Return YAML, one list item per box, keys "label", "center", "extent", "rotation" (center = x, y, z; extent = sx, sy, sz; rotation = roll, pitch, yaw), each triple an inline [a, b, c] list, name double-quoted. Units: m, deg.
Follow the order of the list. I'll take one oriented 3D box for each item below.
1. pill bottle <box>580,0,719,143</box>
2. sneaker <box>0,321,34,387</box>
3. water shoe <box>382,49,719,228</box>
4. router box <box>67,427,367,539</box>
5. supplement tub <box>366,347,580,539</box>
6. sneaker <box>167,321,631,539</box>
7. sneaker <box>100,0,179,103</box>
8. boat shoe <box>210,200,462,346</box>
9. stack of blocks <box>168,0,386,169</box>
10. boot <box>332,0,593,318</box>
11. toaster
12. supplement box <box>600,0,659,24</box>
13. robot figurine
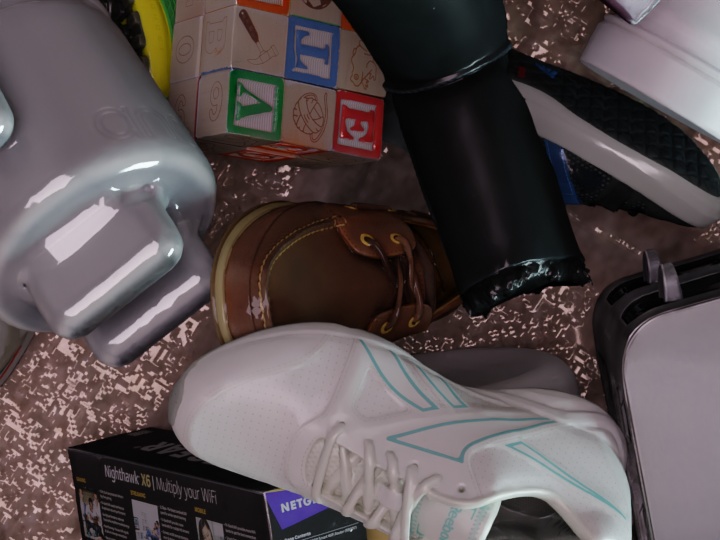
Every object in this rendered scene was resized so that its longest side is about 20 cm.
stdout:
- label: "pill bottle"
  center: [0.188, -0.165, 0.799]
  extent: [0.112, 0.112, 0.201]
  rotation: [29, 97, 0]
- label: "sneaker"
  center: [-0.175, -0.013, 0.847]
  extent: [0.070, 0.093, 0.201]
  rotation: [30, 98, -1]
- label: "water shoe"
  center: [0.081, -0.059, 0.850]
  extent: [0.199, 0.072, 0.079]
  rotation: [26, 118, 5]
- label: "router box"
  center: [-0.065, 0.164, 0.816]
  extent: [0.052, 0.200, 0.158]
  rotation: [-12, 98, -33]
- label: "supplement tub"
  center: [0.044, 0.147, 0.828]
  extent: [0.144, 0.145, 0.201]
  rotation: [-7, 97, 4]
- label: "sneaker"
  center: [0.020, 0.077, 0.695]
  extent: [0.199, 0.080, 0.071]
  rotation: [12, 122, -9]
- label: "sneaker"
  center: [-0.095, -0.161, 0.847]
  extent: [0.085, 0.078, 0.201]
  rotation: [-8, 89, -32]
- label: "boat shoe"
  center: [0.000, 0.000, 0.782]
  extent: [0.067, 0.200, 0.073]
  rotation: [-4, 94, 27]
- label: "stack of blocks"
  center: [-0.045, -0.155, 0.795]
  extent: [0.115, 0.058, 0.201]
  rotation: [7, 85, -35]
- label: "boot"
  center: [0.040, -0.065, 0.717]
  extent: [0.073, 0.198, 0.163]
  rotation: [-17, 84, 12]
- label: "toaster"
  center: [0.181, 0.086, 0.797]
  extent: [0.118, 0.181, 0.201]
  rotation: [-11, 95, 5]
- label: "supplement box"
  center: [0.064, -0.213, 0.709]
  extent: [0.103, 0.131, 0.200]
  rotation: [-49, 136, 11]
- label: "robot figurine"
  center: [-0.138, -0.054, 0.753]
  extent: [0.113, 0.170, 0.200]
  rotation: [-36, 63, 0]
